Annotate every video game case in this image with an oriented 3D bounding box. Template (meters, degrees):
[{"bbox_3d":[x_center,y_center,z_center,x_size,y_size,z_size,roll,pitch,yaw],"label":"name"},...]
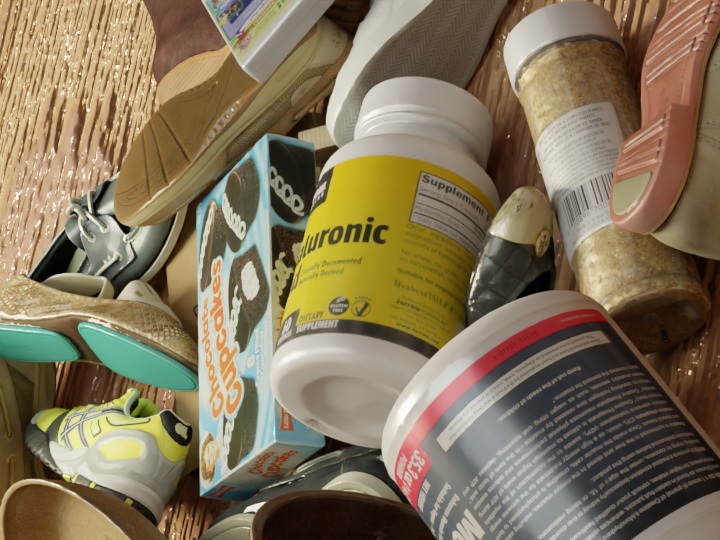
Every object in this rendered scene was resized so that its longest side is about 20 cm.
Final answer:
[{"bbox_3d":[-0.026,-0.233,1.430,0.200,0.022,0.182,-48,32,11],"label":"video game case"}]

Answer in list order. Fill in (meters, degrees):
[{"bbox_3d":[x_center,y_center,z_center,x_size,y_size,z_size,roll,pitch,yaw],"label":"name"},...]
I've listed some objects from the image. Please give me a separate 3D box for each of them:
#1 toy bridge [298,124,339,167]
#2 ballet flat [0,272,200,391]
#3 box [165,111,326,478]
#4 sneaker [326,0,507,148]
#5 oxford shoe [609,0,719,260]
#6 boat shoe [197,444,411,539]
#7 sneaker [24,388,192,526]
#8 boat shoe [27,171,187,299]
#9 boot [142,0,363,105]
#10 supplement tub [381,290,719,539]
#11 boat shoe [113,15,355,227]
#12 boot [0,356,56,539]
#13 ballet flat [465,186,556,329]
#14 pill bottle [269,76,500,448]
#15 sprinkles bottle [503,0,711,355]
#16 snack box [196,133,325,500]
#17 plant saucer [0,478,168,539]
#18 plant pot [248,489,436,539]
[{"bbox_3d":[0.000,0.000,1.387,0.067,0.027,0.201,-14,64,21],"label":"toy bridge"},{"bbox_3d":[-0.173,0.032,1.511,0.199,0.071,0.065,10,57,31],"label":"ballet flat"},{"bbox_3d":[-0.067,0.017,1.475,0.163,0.021,0.201,-31,54,39],"label":"box"},{"bbox_3d":[0.030,-0.173,1.405,0.200,0.074,0.116,-54,40,7],"label":"sneaker"},{"bbox_3d":[0.192,-0.095,1.199,0.071,0.074,0.201,-33,33,64],"label":"oxford shoe"},{"bbox_3d":[-0.025,0.150,1.360,0.200,0.072,0.068,-29,18,47],"label":"boat shoe"},{"bbox_3d":[-0.163,0.120,1.508,0.077,0.075,0.200,-54,27,-10],"label":"sneaker"},{"bbox_3d":[-0.179,-0.021,1.564,0.200,0.062,0.073,-52,39,37],"label":"boat shoe"},{"bbox_3d":[-0.083,-0.194,1.532,0.200,0.072,0.167,-44,49,34],"label":"boot"},{"bbox_3d":[0.116,0.123,1.112,0.140,0.140,0.200,-50,60,24],"label":"supplement tub"},{"bbox_3d":[-0.081,-0.090,1.461,0.200,0.064,0.071,-40,43,25],"label":"boat shoe"},{"bbox_3d":[-0.292,0.143,1.569,0.073,0.155,0.201,13,99,45],"label":"boot"},{"bbox_3d":[0.090,0.053,1.235,0.057,0.066,0.201,14,108,38],"label":"ballet flat"},{"bbox_3d":[0.021,-0.008,1.301,0.111,0.111,0.201,-20,46,43],"label":"pill bottle"},{"bbox_3d":[0.133,-0.052,1.238,0.068,0.068,0.201,-38,51,33],"label":"sprinkles bottle"},{"bbox_3d":[-0.064,0.031,1.397,0.116,0.037,0.201,-40,47,55],"label":"snack box"},{"bbox_3d":[-0.149,0.208,1.418,0.200,0.035,0.201,31,139,31],"label":"plant saucer"},{"bbox_3d":[0.001,0.253,1.194,0.200,0.200,0.199,42,115,48],"label":"plant pot"}]
